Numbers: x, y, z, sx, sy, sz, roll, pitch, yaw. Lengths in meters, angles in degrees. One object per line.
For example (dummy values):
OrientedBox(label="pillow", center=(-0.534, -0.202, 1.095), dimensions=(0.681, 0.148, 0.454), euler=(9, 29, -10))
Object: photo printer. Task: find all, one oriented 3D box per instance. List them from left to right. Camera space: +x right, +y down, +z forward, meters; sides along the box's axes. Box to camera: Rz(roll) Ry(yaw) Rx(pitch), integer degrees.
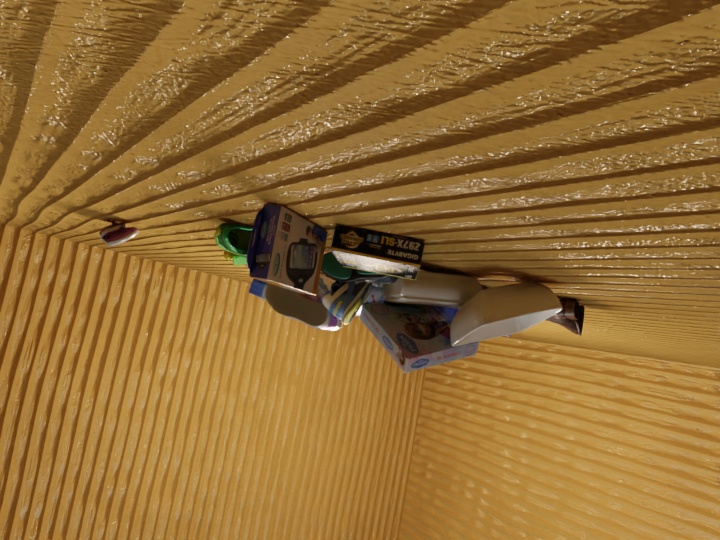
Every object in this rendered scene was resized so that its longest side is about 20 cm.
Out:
OrientedBox(label="photo printer", center=(0.162, 0.043, 1.284), dimensions=(0.195, 0.071, 0.166), euler=(5, 175, -11))

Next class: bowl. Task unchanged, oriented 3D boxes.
OrientedBox(label="bowl", center=(0.285, 0.085, 1.179), dimensions=(0.195, 0.076, 0.200), euler=(-9, 161, -16))

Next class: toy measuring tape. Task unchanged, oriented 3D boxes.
OrientedBox(label="toy measuring tape", center=(-0.210, -0.050, 1.305), dimensions=(0.195, 0.075, 0.074), euler=(-6, 176, -10))

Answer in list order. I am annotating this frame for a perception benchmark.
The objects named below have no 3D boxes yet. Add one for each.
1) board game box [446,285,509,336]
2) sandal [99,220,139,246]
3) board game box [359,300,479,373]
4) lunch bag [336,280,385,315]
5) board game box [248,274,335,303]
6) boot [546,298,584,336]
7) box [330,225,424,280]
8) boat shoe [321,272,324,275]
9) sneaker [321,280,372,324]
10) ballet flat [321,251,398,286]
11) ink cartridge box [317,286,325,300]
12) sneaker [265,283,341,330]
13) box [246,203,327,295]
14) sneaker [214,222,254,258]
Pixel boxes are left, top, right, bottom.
OrientedBox(label="board game box", center=(0.281, 0.098, 1.487), dimensions=(0.157, 0.099, 0.198), euler=(6, 172, 39))
OrientedBox(label="sandal", center=(-0.669, -0.108, 1.566), dimensions=(0.200, 0.082, 0.050), euler=(7, 130, 47))
OrientedBox(label="board game box", center=(0.129, 0.133, 1.294), dimensions=(0.196, 0.042, 0.200), euler=(-8, -145, -31))
OrientedBox(label="lunch bag", center=(0.045, 0.056, 1.474), dimensions=(0.195, 0.131, 0.170), euler=(-2, 169, 9))
OrientedBox(label="board game box", center=(-0.169, 0.044, 1.512), dimensions=(0.196, 0.044, 0.200), euler=(24, -159, -1))
OrientedBox(label="boot", center=(0.431, 0.101, 1.398), dimensions=(0.196, 0.065, 0.186), euler=(3, 157, 32))
OrientedBox(label="box", center=(0.034, -0.029, 1.062), dimensions=(0.156, 0.050, 0.200), euler=(13, 174, 4))
OrientedBox(label="boat shoe", center=(-0.095, 0.037, 1.785), dimensions=(0.196, 0.073, 0.069), euler=(18, 153, 4))
OrientedBox(label="sneaker", center=(-0.018, 0.035, 1.315), dimensions=(0.081, 0.075, 0.200), euler=(27, -142, 10))
OrientedBox(label="ballet flat", center=(0.000, 0.000, 1.247), dimensions=(0.197, 0.075, 0.073), euler=(3, 170, 37))
OrientedBox(label="ink cartridge box", center=(-0.144, 0.029, 1.394), dimensions=(0.201, 0.057, 0.163), euler=(53, -177, 14))
OrientedBox(label="sneaker", center=(-0.132, 0.090, 1.359), dimensions=(0.198, 0.074, 0.114), euler=(30, 180, 29))
OrientedBox(label="box", center=(-0.121, -0.032, 0.974), dimensions=(0.041, 0.122, 0.200), euler=(8, 173, 21))
OrientedBox(label="sneaker", center=(-0.206, -0.046, 1.206), dimensions=(0.196, 0.076, 0.083), euler=(15, 177, -25))
